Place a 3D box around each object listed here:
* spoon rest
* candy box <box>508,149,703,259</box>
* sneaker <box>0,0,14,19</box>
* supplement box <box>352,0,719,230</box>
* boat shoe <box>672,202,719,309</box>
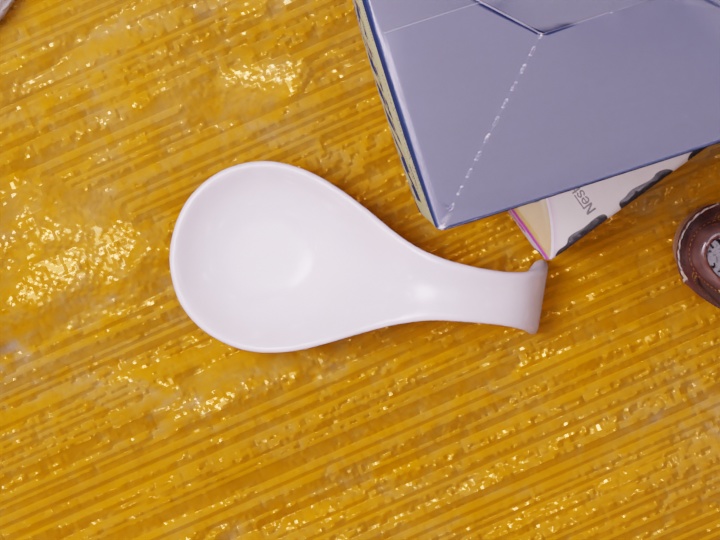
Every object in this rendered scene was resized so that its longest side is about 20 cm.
[{"bbox_3d":[0.000,0.000,1.189,0.199,0.061,0.100,8,94,-3],"label":"spoon rest"},{"bbox_3d":[0.136,-0.118,1.182,0.200,0.061,0.137,-37,95,2],"label":"candy box"},{"bbox_3d":[-0.184,-0.208,1.133,0.079,0.130,0.199,30,93,-2],"label":"sneaker"},{"bbox_3d":[0.104,-0.114,1.050,0.199,0.200,0.135,-17,93,1],"label":"supplement box"},{"bbox_3d":[0.260,0.018,1.192,0.199,0.070,0.071,16,93,-4],"label":"boat shoe"}]
